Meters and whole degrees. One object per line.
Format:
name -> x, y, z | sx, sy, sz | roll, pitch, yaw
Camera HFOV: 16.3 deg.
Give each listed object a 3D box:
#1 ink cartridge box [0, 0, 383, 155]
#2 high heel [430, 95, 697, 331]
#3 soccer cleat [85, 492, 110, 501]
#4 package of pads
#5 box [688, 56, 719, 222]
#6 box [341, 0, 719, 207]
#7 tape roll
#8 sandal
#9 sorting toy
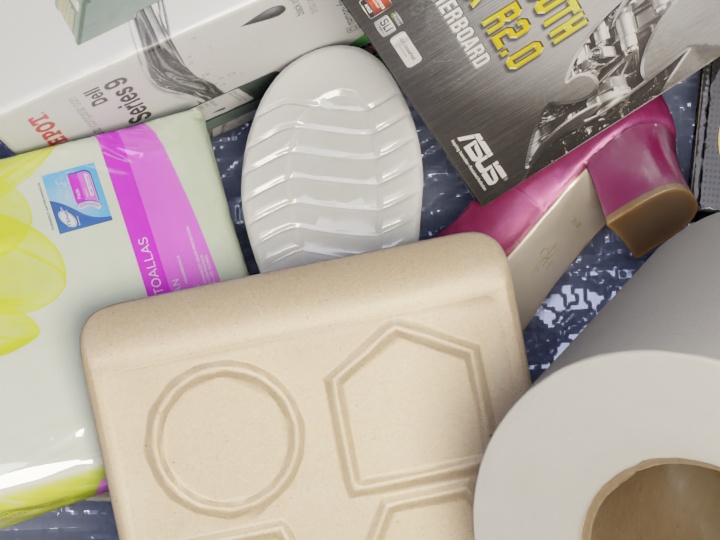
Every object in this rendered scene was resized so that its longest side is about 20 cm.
ink cartridge box -> -0.078, -0.120, 1.148 | 0.199, 0.146, 0.084 | -24, 75, 2
high heel -> 0.059, -0.022, 1.184 | 0.199, 0.067, 0.096 | -32, 44, 16
soccer cleat -> -0.143, 0.062, 1.172 | 0.199, 0.069, 0.078 | 23, 68, 3
package of pads -> -0.144, 0.030, 1.114 | 0.199, 0.068, 0.155 | -15, 78, -13
box -> 0.258, -0.093, 1.172 | 0.199, 0.044, 0.161 | 7, 84, 5
box -> 0.077, -0.130, 1.077 | 0.158, 0.200, 0.048 | -31, 55, 4
tape roll -> 0.163, 0.091, 1.010 | 0.202, 0.139, 0.204 | 16, 124, 25
sandal -> -0.008, 0.001, 1.128 | 0.082, 0.050, 0.204 | -7, 77, 0
sorting toy -> -0.012, 0.097, 1.073 | 0.184, 0.036, 0.201 | -11, 95, -3
